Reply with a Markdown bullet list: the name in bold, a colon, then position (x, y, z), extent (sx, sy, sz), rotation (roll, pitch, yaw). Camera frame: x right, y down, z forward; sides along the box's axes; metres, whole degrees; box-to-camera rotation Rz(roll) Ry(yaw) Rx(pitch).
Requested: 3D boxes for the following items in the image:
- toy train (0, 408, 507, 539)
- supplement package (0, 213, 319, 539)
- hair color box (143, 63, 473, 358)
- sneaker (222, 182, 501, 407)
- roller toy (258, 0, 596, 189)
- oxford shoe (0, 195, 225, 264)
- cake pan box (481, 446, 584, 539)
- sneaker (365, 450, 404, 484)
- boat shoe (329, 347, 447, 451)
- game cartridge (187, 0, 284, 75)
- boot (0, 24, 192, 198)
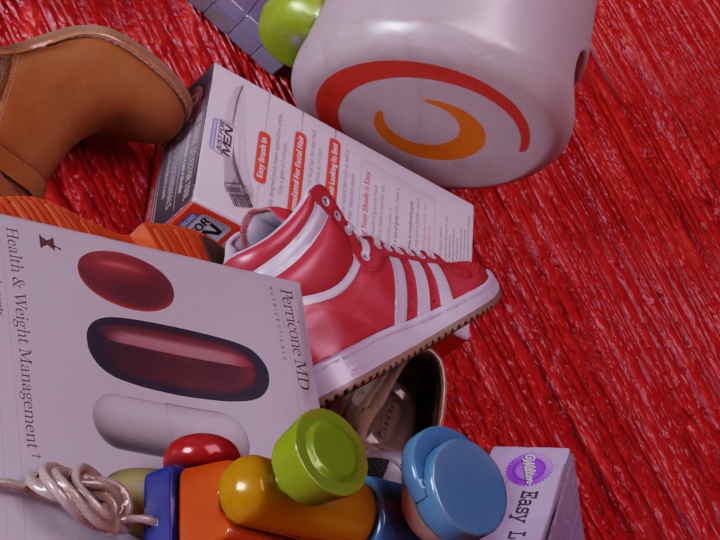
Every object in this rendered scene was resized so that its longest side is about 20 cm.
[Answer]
- **toy train**: position (-0.046, 0.093, 0.812), extent (0.200, 0.116, 0.085), rotation (19, 52, -32)
- **supplement package**: position (-0.134, 0.099, 0.930), extent (0.200, 0.147, 0.191), rotation (13, 52, -36)
- **hair color box**: position (-0.028, -0.027, 1.193), extent (0.200, 0.064, 0.111), rotation (28, 46, -26)
- **sneaker**: position (0.000, 0.000, 1.092), extent (0.200, 0.071, 0.113), rotation (-26, 85, -56)
- **roller toy**: position (0.057, -0.150, 1.256), extent (0.200, 0.182, 0.140), rotation (40, 53, -42)
- **oxford shoe**: position (-0.150, 0.014, 1.030), extent (0.200, 0.073, 0.071), rotation (12, 36, -44)
- **cake pan box**: position (0.082, 0.219, 1.033), extent (0.200, 0.052, 0.184), rotation (-66, 154, -46)
- **sneaker**: position (0.004, 0.184, 1.012), extent (0.078, 0.077, 0.200), rotation (-12, 110, -79)
- **boat shoe**: position (0.007, 0.123, 1.107), extent (0.071, 0.065, 0.200), rotation (32, 43, -21)
- **game cartridge**: position (-0.064, -0.231, 1.342), extent (0.130, 0.038, 0.200), rotation (44, 40, -13)
- **boot**: position (-0.180, -0.066, 1.074), extent (0.200, 0.077, 0.155), rotation (24, 51, -38)
